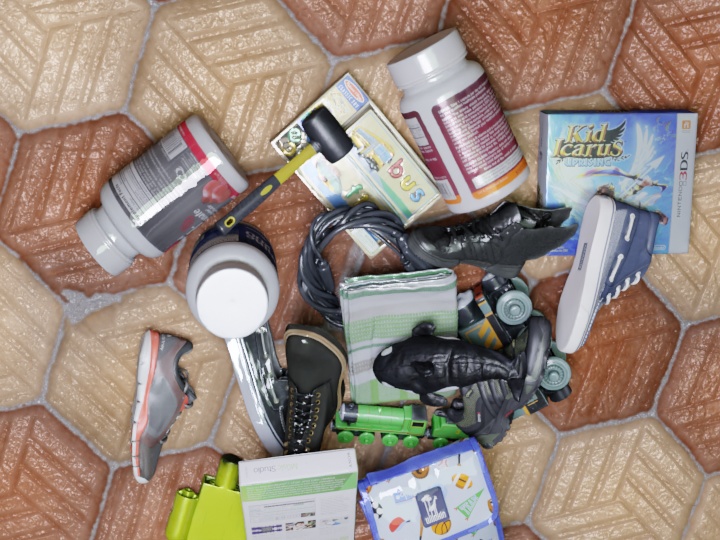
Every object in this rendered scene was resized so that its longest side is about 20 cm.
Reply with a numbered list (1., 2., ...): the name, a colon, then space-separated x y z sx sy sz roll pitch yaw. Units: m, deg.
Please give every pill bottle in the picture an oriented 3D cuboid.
1. pill bottle: 0.117 -0.183 1.413 0.113 0.114 0.201 -27 105 1
2. pill bottle: -0.242 -0.086 1.398 0.199 0.111 0.111 -37 104 4
3. pill bottle: -0.152 0.013 1.385 0.109 0.200 0.112 -1 104 -6

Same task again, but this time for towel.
1. towel: 0.053 0.091 1.477 0.147 0.031 0.202 -5 125 -1

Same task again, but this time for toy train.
1. toy train: 0.059 0.203 1.528 0.197 0.042 0.057 5 131 -8
2. toy train: 0.194 0.098 1.508 0.113 0.085 0.201 -30 105 11

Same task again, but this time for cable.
1. cable: 0.000 0.000 1.459 0.163 0.051 0.200 -38 122 21

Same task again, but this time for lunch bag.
1. lunch bag: 0.091 0.310 1.490 0.168 0.124 0.201 -19 132 -4

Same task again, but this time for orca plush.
1. orca plush: 0.098 0.129 1.407 0.198 0.071 0.107 16 108 22

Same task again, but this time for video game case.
1. video game case: 0.327 -0.113 1.488 0.197 0.045 0.184 -1 102 -6

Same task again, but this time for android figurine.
1. android figurine: -0.169 0.350 1.547 0.180 0.041 0.202 17 99 -10

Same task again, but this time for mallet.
1. mallet: -0.100 -0.122 1.388 0.199 0.041 0.066 -35 103 -17

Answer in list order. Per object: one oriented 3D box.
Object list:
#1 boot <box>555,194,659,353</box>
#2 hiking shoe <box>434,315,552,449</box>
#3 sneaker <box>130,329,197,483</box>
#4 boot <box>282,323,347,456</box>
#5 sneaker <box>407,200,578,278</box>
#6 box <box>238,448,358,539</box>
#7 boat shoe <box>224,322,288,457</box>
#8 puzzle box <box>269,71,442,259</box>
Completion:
1. boot: 0.312 0.013 1.453 0.089 0.073 0.202 13 96 -12
2. hiking shoe: 0.166 0.131 1.447 0.100 0.076 0.201 26 117 -1
3. sneaker: -0.250 0.178 1.481 0.081 0.077 0.203 5 103 -14
4. boot: -0.066 0.168 1.416 0.077 0.139 0.201 8 147 17
5. sneaker: 0.163 -0.049 1.428 0.198 0.060 0.105 12 130 -25
6. box: -0.076 0.290 1.446 0.142 0.037 0.201 -6 145 -6
7. boat shoe: -0.115 0.147 1.486 0.070 0.072 0.202 -19 103 3
8. puzzle box: -0.001 -0.131 1.458 0.133 0.025 0.200 -41 104 4
